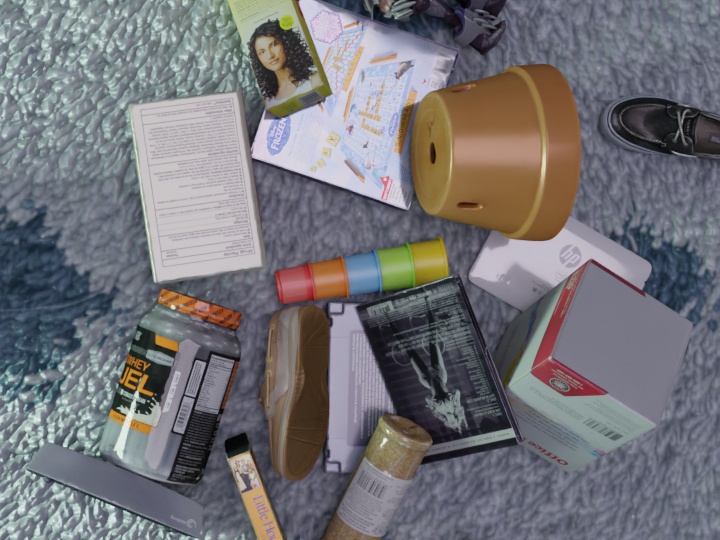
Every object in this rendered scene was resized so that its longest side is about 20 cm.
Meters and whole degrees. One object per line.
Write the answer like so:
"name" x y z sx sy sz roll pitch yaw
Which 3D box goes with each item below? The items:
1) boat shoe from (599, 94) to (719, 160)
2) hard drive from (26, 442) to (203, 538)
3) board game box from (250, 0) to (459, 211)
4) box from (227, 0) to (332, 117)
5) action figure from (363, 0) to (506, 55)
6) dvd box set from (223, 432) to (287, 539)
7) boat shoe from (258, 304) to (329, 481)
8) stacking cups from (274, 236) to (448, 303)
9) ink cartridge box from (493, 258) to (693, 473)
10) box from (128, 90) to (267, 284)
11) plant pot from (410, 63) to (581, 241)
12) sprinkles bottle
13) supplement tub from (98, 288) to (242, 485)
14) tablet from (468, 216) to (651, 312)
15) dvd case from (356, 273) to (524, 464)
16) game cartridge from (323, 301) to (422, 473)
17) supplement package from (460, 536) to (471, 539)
"boat shoe" 0.390 -0.172 1.678 0.199 0.071 0.072 7 89 -8
"hard drive" -0.270 0.243 1.547 0.199 0.135 0.042 24 76 -8
"board game box" -0.009 -0.194 1.629 0.199 0.041 0.201 19 87 -9
"box" -0.100 -0.280 1.577 0.075 0.050 0.201 -23 78 10
"action figure" 0.074 -0.325 1.619 0.199 0.069 0.131 16 57 -19
"dvd box set" -0.104 0.287 1.566 0.029 0.146 0.201 -21 94 -6
"boat shoe" -0.081 0.140 1.609 0.074 0.069 0.201 15 78 -49
"stacking cups" 0.000 0.000 1.629 0.199 0.061 0.061 -6 91 -5
"ink cartridge box" 0.246 0.113 1.576 0.145 0.200 0.145 31 59 -8
"box" -0.184 -0.092 1.569 0.127 0.109 0.201 -8 92 -9
"plant pot" 0.142 -0.131 1.566 0.139 0.200 0.201 -2 91 -16
"sprinkles bottle" 0.011 0.264 1.597 0.068 0.068 0.201 24 103 -8
"supplement tub" -0.207 0.128 1.560 0.122 0.123 0.201 18 87 -9
"tablet" 0.242 0.001 1.685 0.200 0.014 0.130 29 86 -9
"dvd case" 0.088 0.114 1.575 0.016 0.148 0.201 -25 95 -50
"game cartridge" 0.024 0.138 1.641 0.133 0.042 0.201 2 90 -13
"supplement package" 0.093 0.423 1.612 0.200 0.117 0.117 -39 95 -7
